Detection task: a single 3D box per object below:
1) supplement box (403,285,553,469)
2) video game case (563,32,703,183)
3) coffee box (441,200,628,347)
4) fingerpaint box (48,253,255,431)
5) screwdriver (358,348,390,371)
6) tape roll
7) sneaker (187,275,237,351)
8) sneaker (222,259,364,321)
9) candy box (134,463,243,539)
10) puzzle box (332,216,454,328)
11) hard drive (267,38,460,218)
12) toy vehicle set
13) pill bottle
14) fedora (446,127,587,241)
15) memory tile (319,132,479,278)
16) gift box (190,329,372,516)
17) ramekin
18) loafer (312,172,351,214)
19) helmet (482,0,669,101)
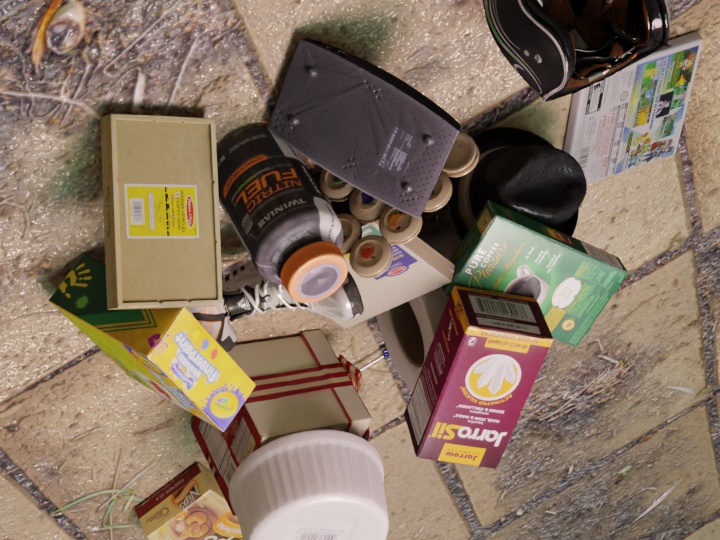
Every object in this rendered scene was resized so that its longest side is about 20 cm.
[{"bbox_3d":[0.137,0.128,1.711,0.109,0.086,0.201,9,122,-16],"label":"supplement box"},{"bbox_3d":[0.349,-0.205,1.880,0.181,0.022,0.201,-19,140,-18],"label":"video game case"},{"bbox_3d":[0.206,0.005,1.722,0.199,0.044,0.123,20,117,-22],"label":"coffee box"},{"bbox_3d":[-0.234,0.083,1.649,0.074,0.166,0.200,-55,146,-15],"label":"fingerpaint box"},{"bbox_3d":[0.019,0.127,2.004,0.199,0.028,0.029,-30,173,-9],"label":"screwdriver"},{"bbox_3d":[0.116,0.051,1.848,0.138,0.203,0.204,-19,142,-17],"label":"tape roll"},{"bbox_3d":[-0.185,0.034,1.717,0.080,0.074,0.200,-34,144,-1],"label":"sneaker"},{"bbox_3d":[-0.088,0.035,1.635,0.115,0.200,0.076,-31,117,-27],"label":"sneaker"},{"bbox_3d":[-0.223,0.362,2.075,0.115,0.055,0.200,-36,144,4],"label":"candy box"},{"bbox_3d":[0.000,0.000,1.722,0.133,0.026,0.199,37,141,-26],"label":"puzzle box"},{"bbox_3d":[0.006,-0.158,1.559,0.042,0.199,0.136,-48,166,-52],"label":"hard drive"},{"bbox_3d":[-0.208,-0.061,1.513,0.123,0.202,0.026,0,175,-35],"label":"toy vehicle set"},{"bbox_3d":[-0.085,-0.057,1.577,0.105,0.201,0.107,-20,142,-17],"label":"pill bottle"},{"bbox_3d":[0.204,-0.096,1.753,0.199,0.203,0.091,-7,171,-31],"label":"fedora"},{"bbox_3d":[0.026,-0.097,1.623,0.200,0.153,0.017,-49,148,-6],"label":"memory tile"},{"bbox_3d":[-0.093,0.213,1.888,0.185,0.201,0.185,-8,142,-31],"label":"gift box"},{"bbox_3d":[-0.059,0.298,1.789,0.198,0.098,0.202,-9,135,-9],"label":"ramekin"},{"bbox_3d":[0.004,-0.100,1.704,0.199,0.071,0.068,-27,144,-7],"label":"loafer"},{"bbox_3d":[0.222,-0.297,1.541,0.199,0.192,0.200,-24,178,-1],"label":"helmet"}]
